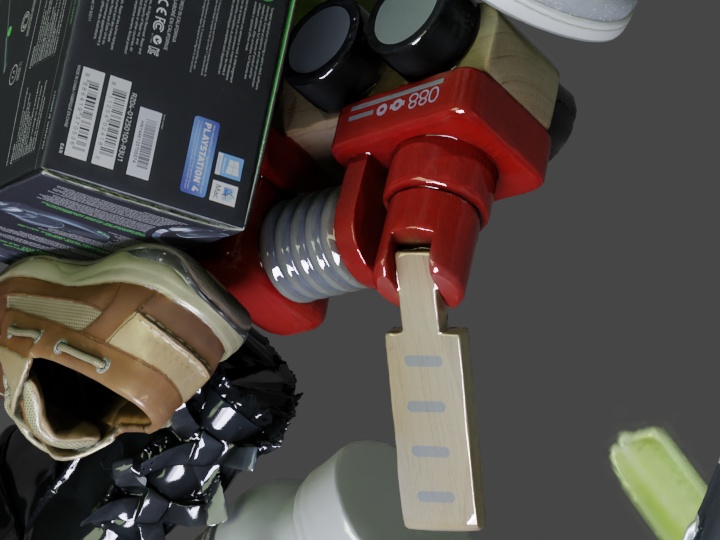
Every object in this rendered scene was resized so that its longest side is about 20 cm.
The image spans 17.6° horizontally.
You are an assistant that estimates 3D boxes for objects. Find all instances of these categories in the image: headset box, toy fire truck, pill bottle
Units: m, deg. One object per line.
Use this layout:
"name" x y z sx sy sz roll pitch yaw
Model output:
"headset box" -0.112 -0.095 1.004 0.200 0.092 0.176 -16 60 62
"toy fire truck" 0.000 0.000 0.997 0.175 0.129 0.201 -14 50 39
"pill bottle" -0.043 0.165 1.050 0.200 0.110 0.111 -44 62 30

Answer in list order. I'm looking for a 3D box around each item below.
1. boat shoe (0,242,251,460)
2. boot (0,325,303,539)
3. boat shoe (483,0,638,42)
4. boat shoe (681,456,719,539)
"boat shoe" -0.125 0.040 0.999 0.199 0.076 0.074 -16 38 58
"boot" -0.106 0.079 1.090 0.163 0.073 0.199 -51 20 13
"boat shoe" 0.045 -0.174 0.958 0.202 0.075 0.065 42 125 -11
"boat shoe" 0.159 0.129 0.915 0.060 0.075 0.201 -99 26 -62
